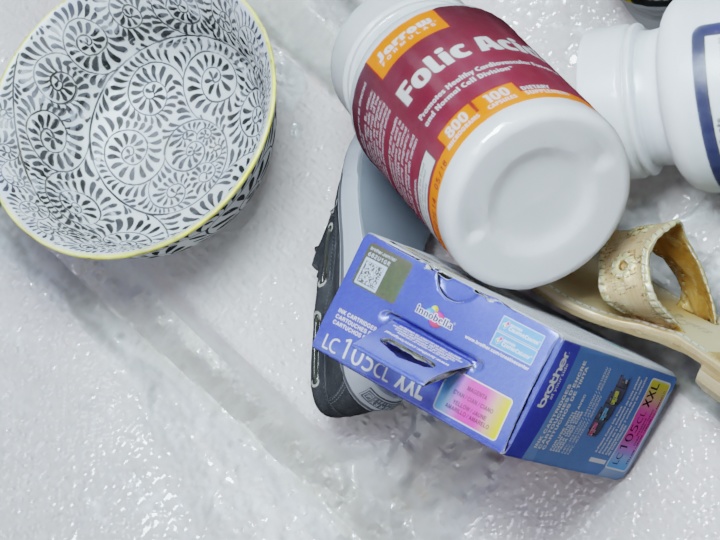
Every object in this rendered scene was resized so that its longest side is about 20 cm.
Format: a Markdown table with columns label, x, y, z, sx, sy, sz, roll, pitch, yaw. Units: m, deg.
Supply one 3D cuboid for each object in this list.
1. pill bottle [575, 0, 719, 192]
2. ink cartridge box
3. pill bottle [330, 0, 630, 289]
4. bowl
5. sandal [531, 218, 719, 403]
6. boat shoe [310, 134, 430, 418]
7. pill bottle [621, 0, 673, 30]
| label | x | y | z | sx | sy | sz | roll | pitch | yaw |
| --- | --- | --- | --- | --- | --- | --- | --- | --- | --- |
| pill bottle | 0.231 | -0.107 | 1.345 | 0.200 | 0.120 | 0.120 | -6 | 67 | 21 |
| ink cartridge box | 0.069 | 0.047 | 1.297 | 0.136 | 0.200 | 0.076 | 28 | 93 | 30 |
| pill bottle | 0.062 | -0.084 | 1.347 | 0.114 | 0.114 | 0.200 | -41 | 37 | 2 |
| bowl | -0.129 | -0.084 | 1.499 | 0.201 | 0.094 | 0.201 | -8 | 66 | 19 |
| sandal | 0.177 | 0.006 | 1.330 | 0.212 | 0.078 | 0.070 | 34 | 122 | 30 |
| boat shoe | 0.000 | 0.000 | 1.432 | 0.066 | 0.070 | 0.200 | -25 | 54 | 39 |
| pill bottle | 0.172 | -0.222 | 1.370 | 0.114 | 0.200 | 0.114 | -9 | 66 | 19 |
